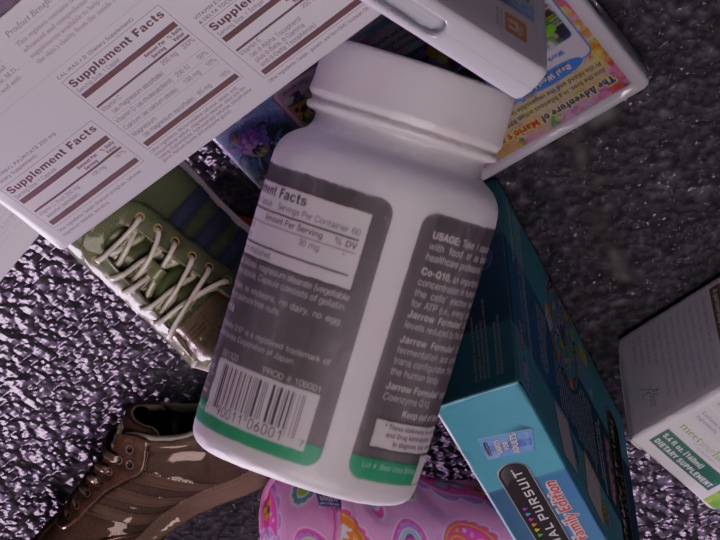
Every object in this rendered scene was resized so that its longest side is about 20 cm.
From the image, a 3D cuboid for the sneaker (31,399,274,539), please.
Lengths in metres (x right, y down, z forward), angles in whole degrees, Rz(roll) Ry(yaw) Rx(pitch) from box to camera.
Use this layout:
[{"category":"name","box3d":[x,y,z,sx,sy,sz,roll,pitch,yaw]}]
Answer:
[{"category":"sneaker","box3d":[-0.125,0.112,1.261,0.199,0.071,0.076,-31,109,17]}]

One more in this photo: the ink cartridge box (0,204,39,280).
[{"category":"ink cartridge box","box3d":[-0.253,-0.065,1.090,0.199,0.060,0.104,29,124,-25]}]

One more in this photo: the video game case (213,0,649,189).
[{"category":"video game case","box3d":[0.013,-0.107,1.084,0.199,0.024,0.182,-29,126,22]}]

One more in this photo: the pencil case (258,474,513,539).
[{"category":"pencil case","box3d":[0.035,0.148,1.240,0.199,0.088,0.088,10,134,-35]}]

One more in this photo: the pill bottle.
[{"category":"pill bottle","box3d":[0.000,0.000,1.033,0.112,0.113,0.201,17,93,-16]}]

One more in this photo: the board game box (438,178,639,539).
[{"category":"board game box","box3d":[0.093,0.076,1.163,0.047,0.152,0.201,-18,130,15]}]

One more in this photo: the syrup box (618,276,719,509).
[{"category":"syrup box","box3d":[0.242,0.037,1.178,0.199,0.082,0.079,-34,126,27]}]

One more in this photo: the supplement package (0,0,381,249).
[{"category":"supplement package","box3d":[-0.098,-0.140,0.963,0.199,0.156,0.111,-33,127,26]}]

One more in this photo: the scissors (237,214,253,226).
[{"category":"scissors","box3d":[-0.011,0.014,1.197,0.198,0.014,0.073,13,128,-10]}]

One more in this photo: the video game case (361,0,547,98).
[{"category":"video game case","box3d":[0.002,-0.183,0.896,0.182,0.201,0.023,29,130,-25]}]

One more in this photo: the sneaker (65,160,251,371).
[{"category":"sneaker","box3d":[-0.084,0.002,1.087,0.067,0.090,0.200,-41,137,13]}]
